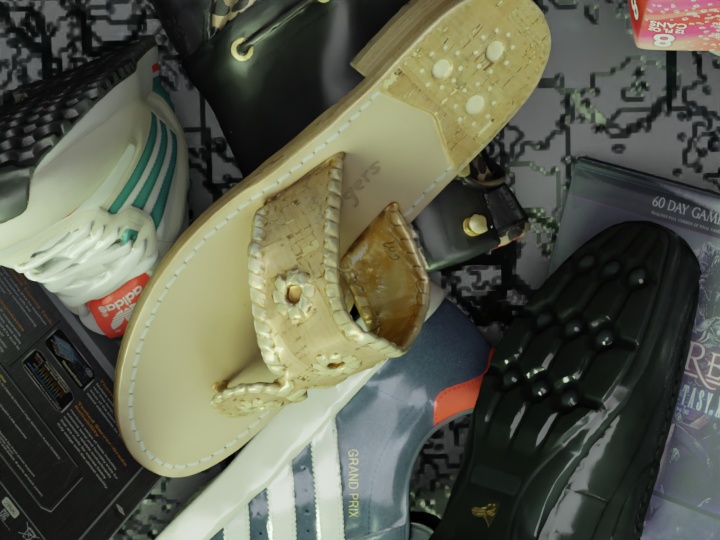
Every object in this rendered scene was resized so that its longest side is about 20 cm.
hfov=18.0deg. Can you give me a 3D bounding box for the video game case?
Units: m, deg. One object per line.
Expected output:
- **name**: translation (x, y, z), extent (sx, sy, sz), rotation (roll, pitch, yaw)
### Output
- **video game case**: translation (0.113, 0.072, 0.827), extent (0.142, 0.019, 0.202), rotation (19, 98, 39)

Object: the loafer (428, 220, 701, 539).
- **loafer**: translation (0.071, 0.080, 0.809), extent (0.070, 0.068, 0.202), rotation (32, 79, -42)

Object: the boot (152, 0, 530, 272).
- **boot**: translation (0.030, -0.082, 0.828), extent (0.198, 0.073, 0.152), rotation (-18, 95, 4)

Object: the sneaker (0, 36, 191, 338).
- **sneaker**: translation (-0.089, -0.019, 0.777), extent (0.070, 0.200, 0.094), rotation (-20, 101, 8)

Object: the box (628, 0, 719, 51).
- **box**: translation (0.188, -0.132, 0.728), extent (0.198, 0.100, 0.096), rotation (1, 68, 0)

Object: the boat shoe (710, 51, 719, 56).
- **boat shoe**: translation (0.141, -0.178, 0.823), extent (0.071, 0.060, 0.204), rotation (1, 95, 1)

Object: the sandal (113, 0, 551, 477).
- **sandal**: translation (-0.004, -0.003, 0.760), extent (0.077, 0.070, 0.212), rotation (33, 99, -36)

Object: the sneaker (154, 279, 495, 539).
- **sneaker**: translation (-0.019, 0.098, 0.845), extent (0.084, 0.075, 0.200), rotation (43, 95, 0)

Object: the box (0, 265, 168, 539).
- **box**: translation (-0.152, 0.016, 0.792), extent (0.048, 0.158, 0.201), rotation (-33, 98, 25)
